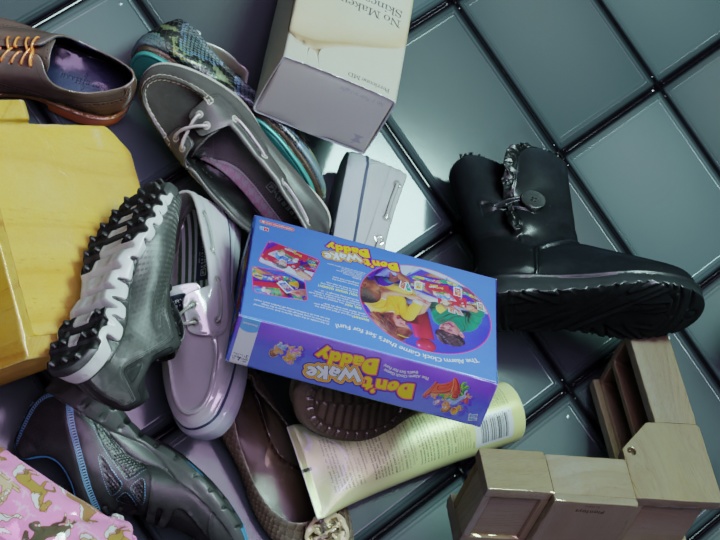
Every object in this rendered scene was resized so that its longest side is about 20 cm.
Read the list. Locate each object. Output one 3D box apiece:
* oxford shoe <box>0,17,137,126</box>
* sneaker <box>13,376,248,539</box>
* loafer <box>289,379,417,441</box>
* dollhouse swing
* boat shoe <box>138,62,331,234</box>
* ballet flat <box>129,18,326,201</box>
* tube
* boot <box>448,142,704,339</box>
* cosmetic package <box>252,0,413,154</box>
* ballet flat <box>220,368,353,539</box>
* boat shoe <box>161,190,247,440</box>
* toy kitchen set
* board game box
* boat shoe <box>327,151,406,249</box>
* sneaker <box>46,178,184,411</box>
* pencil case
[{"bbox_3d":[-0.272,-0.173,1.549,0.199,0.073,0.072,12,73,-15],"label":"oxford shoe"},{"bbox_3d":[-0.175,0.163,1.505,0.200,0.073,0.082,39,83,0],"label":"sneaker"},{"bbox_3d":[0.017,0.081,1.551,0.199,0.067,0.077,-10,115,-40],"label":"loafer"},{"bbox_3d":[-0.279,-0.012,1.526,0.181,0.176,0.201,-20,81,19],"label":"dollhouse swing"},{"bbox_3d":[-0.101,-0.086,1.555,0.200,0.057,0.067,44,111,-8],"label":"boat shoe"},{"bbox_3d":[-0.096,-0.135,1.607,0.200,0.074,0.074,41,67,-8],"label":"ballet flat"},{"bbox_3d":[0.038,0.137,1.577,0.199,0.052,0.058,-14,36,-28],"label":"tube"},{"bbox_3d":[0.178,-0.031,1.629,0.199,0.077,0.169,1,52,-7],"label":"boot"},{"bbox_3d":[-0.016,-0.205,1.612,0.103,0.073,0.201,20,48,-14],"label":"cosmetic package"},{"bbox_3d":[-0.067,0.148,1.549,0.067,0.046,0.201,-29,86,-23],"label":"ballet flat"},{"bbox_3d":[-0.135,0.032,1.527,0.067,0.073,0.201,40,38,-51],"label":"boat shoe"},{"bbox_3d":[0.155,0.164,1.603,0.199,0.164,0.181,5,47,-18],"label":"toy kitchen set"},{"bbox_3d":[0.004,0.036,1.487,0.199,0.045,0.135,15,34,-7],"label":"board game box"},{"bbox_3d":[0.000,0.000,1.597,0.065,0.074,0.201,14,73,-11],"label":"boat shoe"},{"bbox_3d":[-0.168,0.023,1.471,0.091,0.066,0.201,48,42,-32],"label":"sneaker"},{"bbox_3d":[-0.263,0.178,1.441,0.199,0.087,0.083,32,112,1],"label":"pencil case"}]
